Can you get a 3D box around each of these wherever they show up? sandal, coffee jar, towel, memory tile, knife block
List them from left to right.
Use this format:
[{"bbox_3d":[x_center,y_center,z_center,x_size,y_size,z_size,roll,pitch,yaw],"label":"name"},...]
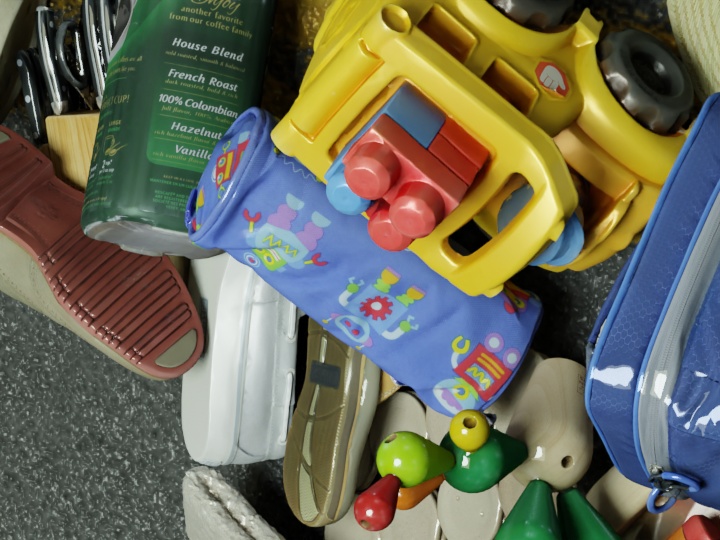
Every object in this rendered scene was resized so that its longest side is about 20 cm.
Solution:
[{"bbox_3d":[-0.128,-0.066,1.209,0.200,0.064,0.176,45,120,15],"label":"knife block"},{"bbox_3d":[-0.096,-0.111,1.125,0.104,0.085,0.201,163,116,-72],"label":"coffee jar"},{"bbox_3d":[-0.036,0.210,1.176,0.200,0.034,0.133,44,151,32],"label":"towel"},{"bbox_3d":[0.006,0.048,1.151,0.080,0.054,0.201,18,97,63],"label":"sandal"},{"bbox_3d":[0.047,0.136,1.131,0.200,0.017,0.154,-22,70,46],"label":"memory tile"}]

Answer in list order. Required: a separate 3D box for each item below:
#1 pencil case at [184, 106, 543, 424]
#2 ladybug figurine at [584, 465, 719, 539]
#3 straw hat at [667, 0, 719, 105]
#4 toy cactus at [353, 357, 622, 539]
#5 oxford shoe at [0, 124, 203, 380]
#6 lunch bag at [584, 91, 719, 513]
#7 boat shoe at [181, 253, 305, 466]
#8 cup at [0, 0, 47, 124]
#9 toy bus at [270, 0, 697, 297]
[{"bbox_3d":[0.000,0.000,1.059,0.200,0.078,0.087,34,121,-17],"label":"pencil case"},{"bbox_3d":[0.178,0.156,1.067,0.136,0.072,0.200,51,120,13],"label":"ladybug figurine"},{"bbox_3d":[0.218,-0.127,0.975,0.200,0.085,0.202,7,103,30],"label":"straw hat"},{"bbox_3d":[0.088,0.112,0.997,0.200,0.166,0.102,31,140,-19],"label":"toy cactus"},{"bbox_3d":[-0.170,-0.002,1.184,0.200,0.070,0.075,44,145,14],"label":"oxford shoe"},{"bbox_3d":[0.184,0.027,0.964,0.132,0.136,0.201,18,69,27],"label":"lunch bag"},{"bbox_3d":[-0.057,0.015,1.181,0.072,0.068,0.201,-173,87,-65],"label":"boat shoe"},{"bbox_3d":[-0.271,-0.152,1.220,0.143,0.200,0.201,20,112,0],"label":"cup"},{"bbox_3d":[0.059,-0.058,1.000,0.200,0.192,0.136,39,128,-9],"label":"toy bus"}]
